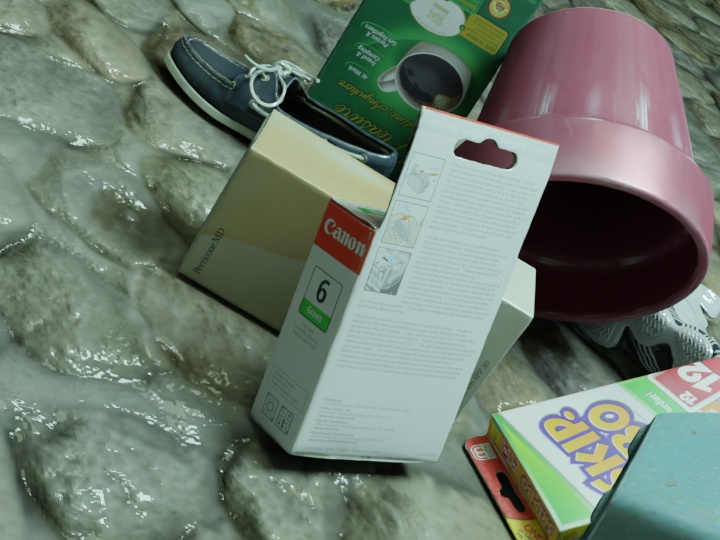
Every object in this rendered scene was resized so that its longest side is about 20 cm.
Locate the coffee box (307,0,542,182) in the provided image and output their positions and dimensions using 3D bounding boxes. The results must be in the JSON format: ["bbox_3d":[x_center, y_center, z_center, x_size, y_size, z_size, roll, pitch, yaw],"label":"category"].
[{"bbox_3d":[0.045,-0.173,1.048,0.123,0.200,0.044,29,21,-6],"label":"coffee box"}]

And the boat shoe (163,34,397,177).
[{"bbox_3d":[-0.061,-0.123,0.999,0.200,0.062,0.075,40,30,12],"label":"boat shoe"}]

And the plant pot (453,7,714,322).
[{"bbox_3d":[0.162,-0.084,0.970,0.200,0.200,0.179,24,58,-20],"label":"plant pot"}]

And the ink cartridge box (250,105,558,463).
[{"bbox_3d":[0.024,0.007,0.730,0.109,0.200,0.050,10,16,-39],"label":"ink cartridge box"}]

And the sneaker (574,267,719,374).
[{"bbox_3d":[0.261,0.063,1.040,0.115,0.075,0.200,-3,41,-46],"label":"sneaker"}]

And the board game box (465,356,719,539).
[{"bbox_3d":[0.173,0.113,0.827,0.200,0.030,0.096,-14,46,-17],"label":"board game box"}]

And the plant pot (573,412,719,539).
[{"bbox_3d":[0.198,0.185,0.665,0.200,0.197,0.196,30,26,13],"label":"plant pot"}]

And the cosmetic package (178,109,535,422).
[{"bbox_3d":[0.000,0.000,0.825,0.200,0.105,0.071,29,26,-6],"label":"cosmetic package"}]
